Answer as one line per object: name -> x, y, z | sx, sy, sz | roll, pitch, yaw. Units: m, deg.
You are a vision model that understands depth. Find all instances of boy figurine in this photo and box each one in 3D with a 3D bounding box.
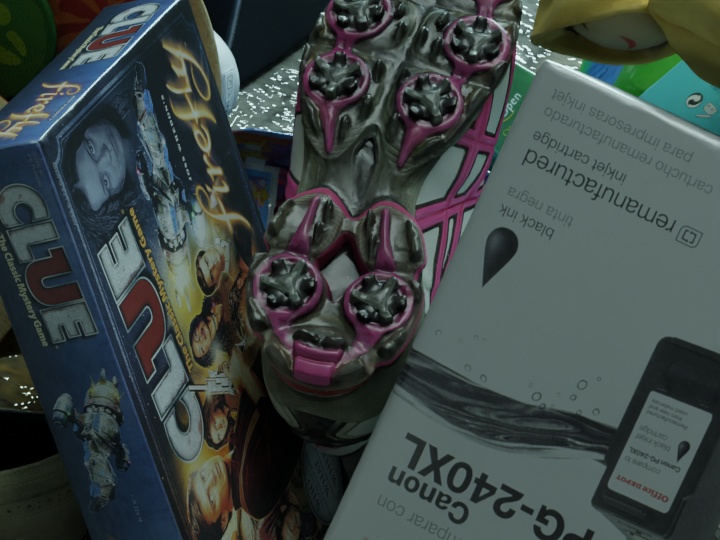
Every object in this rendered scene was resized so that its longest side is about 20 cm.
boy figurine -> 0.142, -0.072, 1.018 | 0.199, 0.065, 0.124 | 26, 2, 24

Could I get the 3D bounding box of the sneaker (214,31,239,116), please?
sneaker -> -0.146, -0.119, 1.335 | 0.199, 0.073, 0.071 | 30, 29, 24

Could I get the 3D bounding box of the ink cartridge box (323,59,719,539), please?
ink cartridge box -> 0.091, 0.052, 1.013 | 0.145, 0.201, 0.083 | 26, 6, 19

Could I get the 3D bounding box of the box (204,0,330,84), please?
box -> -0.108, -0.185, 1.430 | 0.199, 0.108, 0.148 | 25, 31, 17

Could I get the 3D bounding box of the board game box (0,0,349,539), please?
board game box -> -0.065, 0.024, 1.016 | 0.034, 0.201, 0.136 | -9, 22, 23

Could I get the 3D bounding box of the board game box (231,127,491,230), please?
board game box -> 0.000, 0.000, 1.174 | 0.199, 0.158, 0.039 | 10, 70, -14

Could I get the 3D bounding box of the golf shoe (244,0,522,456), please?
golf shoe -> 0.007, -0.030, 1.070 | 0.072, 0.092, 0.201 | 15, 63, 11

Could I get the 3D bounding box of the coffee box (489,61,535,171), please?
coffee box -> 0.094, -0.024, 1.248 | 0.199, 0.123, 0.044 | 33, 75, 25

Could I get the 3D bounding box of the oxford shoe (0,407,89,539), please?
oxford shoe -> -0.185, 0.060, 1.010 | 0.199, 0.075, 0.071 | 7, 33, -12

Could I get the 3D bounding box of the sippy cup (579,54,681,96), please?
sippy cup -> 0.183, -0.099, 1.413 | 0.130, 0.140, 0.179 | 23, 54, -6

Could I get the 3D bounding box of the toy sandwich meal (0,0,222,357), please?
toy sandwich meal -> -0.140, -0.053, 1.055 | 0.204, 0.207, 0.070 | 7, 5, -15

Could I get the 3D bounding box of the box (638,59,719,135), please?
box -> 0.094, 0.002, 1.117 | 0.082, 0.200, 0.049 | 50, 0, -44
